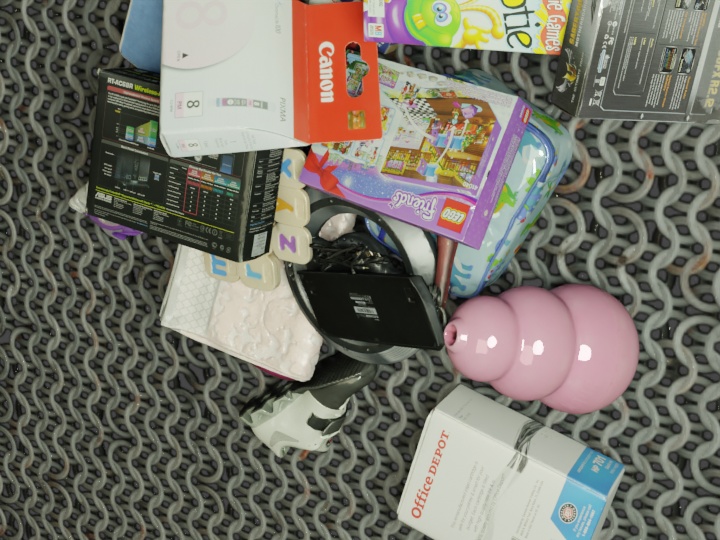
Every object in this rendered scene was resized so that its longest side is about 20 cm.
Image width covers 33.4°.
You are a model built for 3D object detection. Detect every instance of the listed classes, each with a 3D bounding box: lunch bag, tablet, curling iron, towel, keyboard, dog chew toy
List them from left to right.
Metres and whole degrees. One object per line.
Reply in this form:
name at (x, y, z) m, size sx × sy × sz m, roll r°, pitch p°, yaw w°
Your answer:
tablet at (-0.157, -0.202, 1.221) m, size 0.199 × 0.014 × 0.130 m, roll 38°, pitch 147°, yaw 1°
towel at (-0.114, -0.003, 1.315) m, size 0.189 × 0.032 × 0.202 m, roll 18°, pitch 98°, yaw 13°
keyboard at (0.013, 0.018, 1.151) m, size 0.199 × 0.039 × 0.105 m, roll 3°, pitch 119°, yaw 54°
curling iron at (0.086, -0.034, 1.125) m, size 0.025 × 0.050 × 0.203 m, roll 12°, pitch 91°, yaw -2°
lunch bag at (0.100, -0.087, 1.188) m, size 0.160 × 0.082 × 0.201 m, roll 38°, pitch 120°, yaw 17°
dog chew toy at (0.166, 0.070, 1.135) m, size 0.124 × 0.198 × 0.126 m, roll -19°, pitch 67°, yaw 57°

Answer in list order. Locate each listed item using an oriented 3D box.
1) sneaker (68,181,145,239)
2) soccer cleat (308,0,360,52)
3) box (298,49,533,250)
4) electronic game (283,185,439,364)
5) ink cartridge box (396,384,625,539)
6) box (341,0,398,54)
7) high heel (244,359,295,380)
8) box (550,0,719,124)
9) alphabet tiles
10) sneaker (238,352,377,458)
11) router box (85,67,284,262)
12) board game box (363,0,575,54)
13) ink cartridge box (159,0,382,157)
sneaker at (-0.260, -0.086, 1.365) m, size 0.089 × 0.080 × 0.200 m, roll 51°, pitch 150°, yaw -9°
soccer cleat at (-0.062, -0.205, 1.237) m, size 0.086 × 0.068 × 0.200 m, roll 63°, pitch 142°, yaw 19°
box at (0.047, -0.116, 1.119) m, size 0.199 × 0.039 × 0.138 m, roll 22°, pitch 91°, yaw 34°
electronic game at (0.000, 0.000, 1.214) m, size 0.198 × 0.041 × 0.202 m, roll 16°, pitch 118°, yaw 33°
ink cartridge box at (0.156, 0.234, 1.262) m, size 0.198 × 0.086 × 0.148 m, roll 26°, pitch 117°, yaw 20°
box at (0.037, -0.328, 1.167) m, size 0.121 × 0.032 × 0.201 m, roll 42°, pitch 123°, yaw 9°
high heel at (-0.124, 0.032, 1.352) m, size 0.200 × 0.067 × 0.097 m, roll 42°, pitch 132°, yaw 13°
box at (0.257, -0.228, 1.016) m, size 0.048 × 0.156 × 0.202 m, roll -132°, pitch 45°, yaw -56°
alphabet tiles at (-0.129, -0.080, 1.248) m, size 0.194 × 0.015 × 0.203 m, roll 12°, pitch 116°, yaw 32°
sneaker at (-0.042, 0.155, 1.357) m, size 0.199 × 0.074 × 0.089 m, roll -28°, pitch 102°, yaw 38°
router box at (-0.175, -0.109, 1.198) m, size 0.198 × 0.062 × 0.152 m, roll 17°, pitch 108°, yaw 23°
board game box at (0.110, -0.263, 1.083) m, size 0.197 × 0.103 × 0.106 m, roll 7°, pitch 118°, yaw 16°
ink cartridge box at (-0.084, -0.192, 1.109) m, size 0.197 × 0.057 × 0.164 m, roll -6°, pitch 64°, yaw 6°
